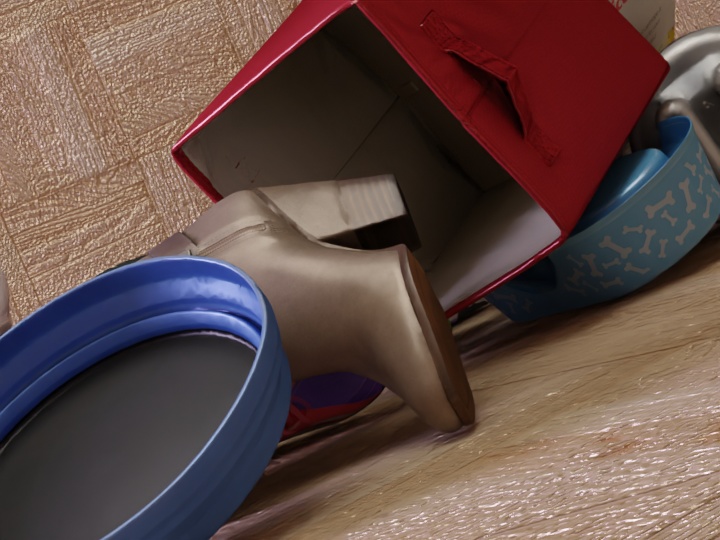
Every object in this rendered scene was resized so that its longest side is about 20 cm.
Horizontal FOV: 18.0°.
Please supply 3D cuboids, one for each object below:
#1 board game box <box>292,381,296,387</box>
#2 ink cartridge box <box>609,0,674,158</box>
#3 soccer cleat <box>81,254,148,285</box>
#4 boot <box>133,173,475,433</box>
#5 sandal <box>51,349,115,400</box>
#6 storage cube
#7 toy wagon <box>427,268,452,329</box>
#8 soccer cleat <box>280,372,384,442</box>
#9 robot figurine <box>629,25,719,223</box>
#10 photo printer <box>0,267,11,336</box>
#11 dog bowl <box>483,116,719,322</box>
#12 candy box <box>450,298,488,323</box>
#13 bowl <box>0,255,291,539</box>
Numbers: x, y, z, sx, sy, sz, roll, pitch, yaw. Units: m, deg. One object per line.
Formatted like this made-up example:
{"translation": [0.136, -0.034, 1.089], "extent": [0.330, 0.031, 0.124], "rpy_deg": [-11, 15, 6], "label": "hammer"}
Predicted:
{"translation": [-0.071, 0.062, 1.138], "extent": [0.103, 0.019, 0.200], "rpy_deg": [-22, 26, 42], "label": "board game box"}
{"translation": [0.134, -0.125, 1.433], "extent": [0.087, 0.201, 0.145], "rpy_deg": [20, 49, 24], "label": "ink cartridge box"}
{"translation": [-0.168, 0.055, 1.242], "extent": [0.200, 0.068, 0.081], "rpy_deg": [-39, 19, -14], "label": "soccer cleat"}
{"translation": [-0.034, 0.030, 1.069], "extent": [0.145, 0.070, 0.200], "rpy_deg": [-22, 35, 4], "label": "boot"}
{"translation": [-0.159, 0.102, 1.145], "extent": [0.200, 0.045, 0.075], "rpy_deg": [-55, 2, 25], "label": "sandal"}
{"translation": [0.038, -0.091, 1.267], "extent": [0.200, 0.171, 0.180], "rpy_deg": [-35, 13, 42], "label": "storage cube"}
{"translation": [0.000, 0.000, 1.381], "extent": [0.199, 0.040, 0.155], "rpy_deg": [-8, 33, -23], "label": "toy wagon"}
{"translation": [-0.068, 0.080, 1.215], "extent": [0.199, 0.068, 0.073], "rpy_deg": [-19, 26, 38], "label": "soccer cleat"}
{"translation": [0.219, -0.089, 1.366], "extent": [0.169, 0.113, 0.200], "rpy_deg": [-32, 2, 12], "label": "robot figurine"}
{"translation": [-0.296, 0.051, 1.410], "extent": [0.166, 0.070, 0.200], "rpy_deg": [-26, -4, -11], "label": "photo printer"}
{"translation": [0.130, -0.024, 1.286], "extent": [0.111, 0.050, 0.200], "rpy_deg": [-46, 13, -26], "label": "dog bowl"}
{"translation": [-0.041, 0.039, 1.500], "extent": [0.167, 0.072, 0.200], "rpy_deg": [-19, 5, 46], "label": "candy box"}
{"translation": [-0.118, 0.076, 0.992], "extent": [0.200, 0.039, 0.201], "rpy_deg": [-24, 32, 16], "label": "bowl"}
